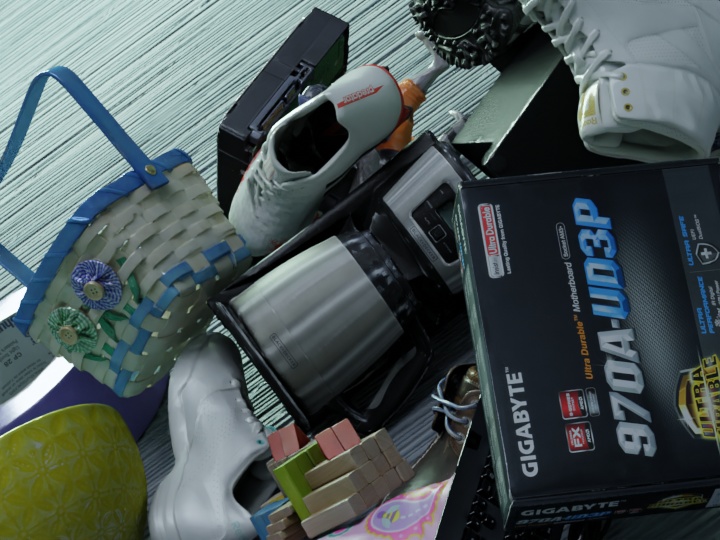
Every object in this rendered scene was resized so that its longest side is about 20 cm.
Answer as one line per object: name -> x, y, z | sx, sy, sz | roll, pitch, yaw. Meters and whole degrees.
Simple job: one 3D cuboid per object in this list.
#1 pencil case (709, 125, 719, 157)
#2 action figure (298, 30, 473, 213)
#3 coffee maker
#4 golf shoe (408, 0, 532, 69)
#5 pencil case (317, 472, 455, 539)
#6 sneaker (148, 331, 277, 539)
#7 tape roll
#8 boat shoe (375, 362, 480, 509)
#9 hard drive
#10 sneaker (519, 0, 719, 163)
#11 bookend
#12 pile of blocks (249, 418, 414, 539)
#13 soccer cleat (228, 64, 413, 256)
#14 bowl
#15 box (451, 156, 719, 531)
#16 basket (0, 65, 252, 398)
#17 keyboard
pencil case -> 0.221, -0.026, 1.430 | 0.077, 0.090, 0.201 | 3, 42, 20
action figure -> 0.015, -0.081, 1.714 | 0.104, 0.200, 0.194 | 32, 73, 18
coffee maker -> 0.000, 0.000, 1.595 | 0.199, 0.135, 0.192 | -36, 26, -3
golf shoe -> 0.108, -0.200, 1.552 | 0.094, 0.078, 0.200 | -37, 5, -31
pencil case -> -0.001, 0.191, 1.344 | 0.199, 0.088, 0.088 | -27, 28, 14
sneaker -> -0.085, 0.119, 1.586 | 0.088, 0.075, 0.201 | -18, 41, 21
tape roll -> -0.253, 0.099, 1.783 | 0.199, 0.085, 0.201 | -26, 29, 16
boat shoe -> 0.079, 0.091, 1.426 | 0.200, 0.073, 0.072 | -41, 28, -9
hard drive -> -0.061, -0.087, 1.756 | 0.038, 0.201, 0.140 | 27, 58, 14
sneaker -> 0.142, -0.139, 1.408 | 0.074, 0.199, 0.116 | -46, 20, 61
bookend -> 0.140, -0.122, 1.563 | 0.201, 0.092, 0.199 | -54, 15, -9
pile of blocks -> -0.039, 0.129, 1.429 | 0.082, 0.062, 0.200 | -30, -1, -22
soccer cleat -> -0.045, -0.073, 1.595 | 0.085, 0.069, 0.200 | -20, -16, -48
bowl -> -0.211, 0.193, 1.536 | 0.200, 0.200, 0.108 | -38, 71, -4
box -> 0.143, 0.039, 1.296 | 0.157, 0.046, 0.202 | -5, 64, -5
basket -> -0.188, -0.026, 1.658 | 0.139, 0.200, 0.177 | -27, -24, -45
keyboard -> 0.107, 0.120, 1.314 | 0.040, 0.104, 0.201 | -40, 19, 39
